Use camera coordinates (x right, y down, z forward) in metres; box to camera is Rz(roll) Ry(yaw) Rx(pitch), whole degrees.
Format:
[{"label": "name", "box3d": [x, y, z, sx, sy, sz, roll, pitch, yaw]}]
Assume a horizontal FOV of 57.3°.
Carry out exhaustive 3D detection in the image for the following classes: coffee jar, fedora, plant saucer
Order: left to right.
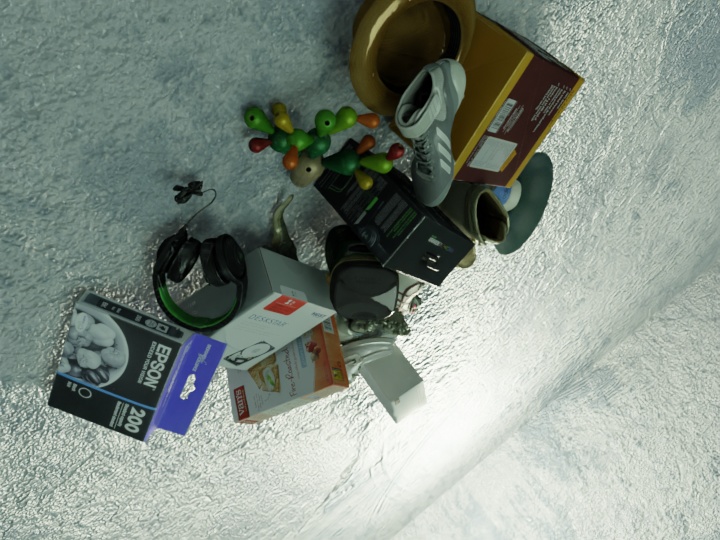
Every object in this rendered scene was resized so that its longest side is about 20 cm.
[{"label": "coffee jar", "box3d": [0.000, 0.000, 1.004, 0.103, 0.200, 0.086, 3, 112, -6]}, {"label": "fedora", "box3d": [0.053, -0.292, 0.822, 0.199, 0.082, 0.202, -28, 147, -20]}, {"label": "plant saucer", "box3d": [0.284, -0.130, 1.223, 0.038, 0.202, 0.202, 19, 122, -14]}]

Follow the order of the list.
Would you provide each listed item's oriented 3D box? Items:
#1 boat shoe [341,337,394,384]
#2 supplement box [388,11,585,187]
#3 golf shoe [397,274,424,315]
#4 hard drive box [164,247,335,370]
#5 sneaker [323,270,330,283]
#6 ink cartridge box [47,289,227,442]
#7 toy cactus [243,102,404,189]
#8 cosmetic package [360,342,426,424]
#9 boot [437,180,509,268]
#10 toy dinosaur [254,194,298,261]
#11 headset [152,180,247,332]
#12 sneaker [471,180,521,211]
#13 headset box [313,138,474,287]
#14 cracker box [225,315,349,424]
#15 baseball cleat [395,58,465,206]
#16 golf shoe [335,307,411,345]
[{"label": "boat shoe", "box3d": [-0.029, 0.170, 1.148, 0.197, 0.070, 0.071, -15, 157, -7]}, {"label": "supplement box", "box3d": [0.187, -0.247, 0.970, 0.199, 0.133, 0.198, -3, 133, -51]}, {"label": "golf shoe", "box3d": [0.071, 0.033, 1.261, 0.087, 0.078, 0.201, -23, 145, -14]}, {"label": "hard drive box", "box3d": [-0.162, 0.063, 0.978, 0.199, 0.077, 0.155, -34, 151, 23]}, {"label": "sneaker", "box3d": [-0.084, 0.071, 1.155, 0.087, 0.076, 0.201, -25, 152, -52]}, {"label": "ink cartridge box", "box3d": [-0.307, 0.143, 0.899, 0.198, 0.044, 0.199, 22, 120, -12]}, {"label": "toy cactus", "box3d": [-0.056, -0.146, 0.850, 0.197, 0.104, 0.165, 5, 161, -17]}, {"label": "cosmetic package", "box3d": [0.042, 0.186, 1.294, 0.081, 0.200, 0.113, -32, 149, -12]}, {"label": "boot", "box3d": [0.177, -0.065, 1.064, 0.072, 0.154, 0.201, -34, 124, -16]}, {"label": "toy dinosaur", "box3d": [-0.129, -0.025, 0.997, 0.088, 0.047, 0.201, -35, 147, -23]}, {"label": "headset", "box3d": [-0.210, -0.013, 0.844, 0.094, 0.122, 0.203, -69, 164, -72]}, {"label": "sneaker", "box3d": [0.198, -0.118, 1.219, 0.110, 0.078, 0.200, 14, 156, -16]}, {"label": "headset box", "box3d": [0.056, -0.078, 0.981, 0.093, 0.200, 0.174, -49, 149, 14]}, {"label": "cracker box", "box3d": [-0.125, 0.155, 1.070, 0.198, 0.135, 0.058, -25, 155, 22]}, {"label": "baseball cleat", "box3d": [0.079, -0.168, 0.846, 0.106, 0.069, 0.202, -26, 131, -40]}, {"label": "golf shoe", "box3d": [0.011, 0.104, 1.211, 0.097, 0.079, 0.199, -39, 151, 28]}]
